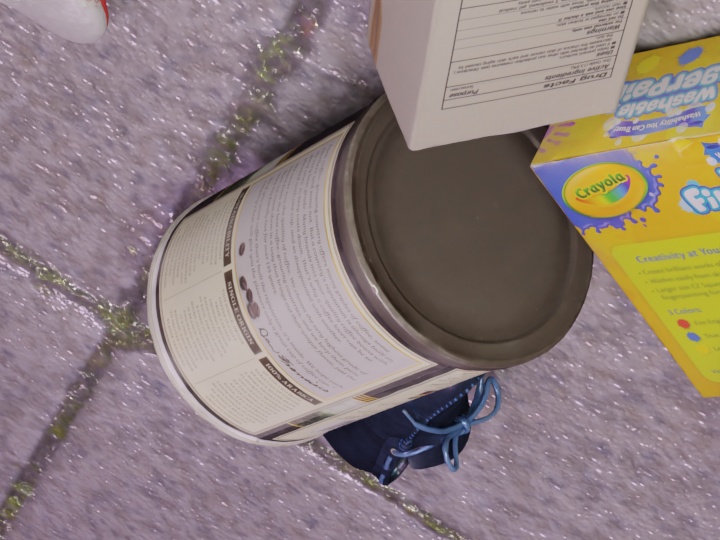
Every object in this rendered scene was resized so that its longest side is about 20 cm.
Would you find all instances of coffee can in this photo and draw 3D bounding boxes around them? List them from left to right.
[{"bbox_3d":[0.000,0.000,1.141,0.146,0.146,0.200,42,146,-17],"label":"coffee can"}]

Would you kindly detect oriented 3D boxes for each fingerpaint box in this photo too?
[{"bbox_3d":[0.206,-0.029,1.001,0.200,0.073,0.167,-9,131,44],"label":"fingerpaint box"}]

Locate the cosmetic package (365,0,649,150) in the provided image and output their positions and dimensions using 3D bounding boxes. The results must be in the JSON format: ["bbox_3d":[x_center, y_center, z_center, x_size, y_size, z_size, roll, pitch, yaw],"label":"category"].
[{"bbox_3d":[0.067,-0.143,0.921,0.105,0.071,0.200,-11,149,-15],"label":"cosmetic package"}]

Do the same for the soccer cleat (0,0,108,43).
[{"bbox_3d":[-0.215,-0.175,1.135,0.200,0.085,0.069,44,145,-20],"label":"soccer cleat"}]

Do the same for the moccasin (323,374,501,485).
[{"bbox_3d":[0.040,0.077,1.289,0.068,0.080,0.200,48,160,-1],"label":"moccasin"}]
